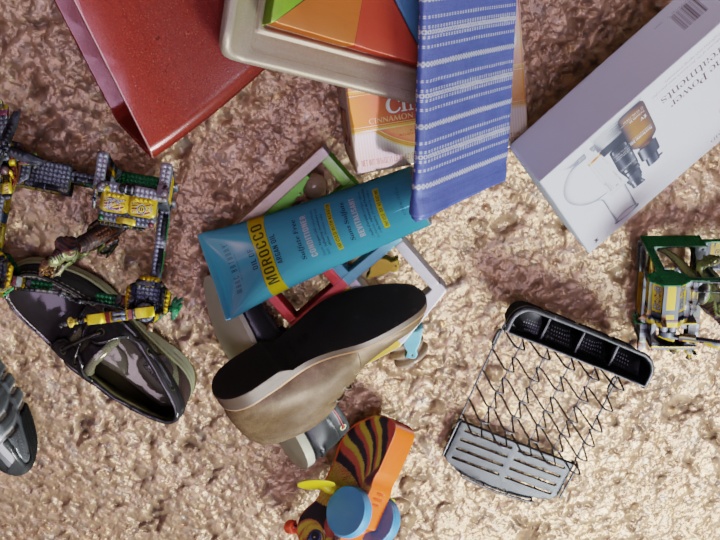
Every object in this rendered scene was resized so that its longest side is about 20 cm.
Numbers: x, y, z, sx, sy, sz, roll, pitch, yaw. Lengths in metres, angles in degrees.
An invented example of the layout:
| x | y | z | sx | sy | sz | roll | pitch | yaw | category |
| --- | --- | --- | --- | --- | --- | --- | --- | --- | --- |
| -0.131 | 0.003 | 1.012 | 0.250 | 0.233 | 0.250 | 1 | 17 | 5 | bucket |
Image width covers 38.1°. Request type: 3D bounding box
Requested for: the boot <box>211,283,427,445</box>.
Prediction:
| x | y | z | sx | sy | sz | roll | pitch | yaw | category |
| --- | --- | --- | --- | --- | --- | --- | --- | --- | --- |
| -0.027 | 0.079 | 0.902 | 0.197 | 0.074 | 0.076 | -28 | 124 | -4 | boot |

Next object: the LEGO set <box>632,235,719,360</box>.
| x | y | z | sx | sy | sz | roll | pitch | yaw | category |
| --- | --- | --- | --- | --- | --- | --- | --- | --- | --- |
| 0.334 | 0.043 | 0.957 | 0.196 | 0.154 | 0.118 | -4 | 112 | -3 | LEGO set |

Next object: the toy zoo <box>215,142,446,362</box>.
| x | y | z | sx | sy | sz | roll | pitch | yaw | category |
| --- | --- | --- | --- | --- | --- | --- | --- | --- | --- |
| -0.015 | 0.005 | 0.925 | 0.131 | 0.021 | 0.201 | -38 | 104 | 13 | toy zoo |

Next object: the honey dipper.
| x | y | z | sx | sy | sz | roll | pitch | yaw | category |
| --- | --- | --- | --- | --- | --- | --- | --- | --- | --- |
| 0.000 | 0.000 | 0.950 | 0.038 | 0.038 | 0.202 | -30 | 109 | 4 | honey dipper |

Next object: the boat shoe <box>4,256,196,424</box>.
| x | y | z | sx | sy | sz | roll | pitch | yaw | category |
| --- | --- | --- | --- | --- | --- | --- | --- | --- | --- |
| -0.228 | 0.063 | 0.921 | 0.199 | 0.065 | 0.074 | 36 | 104 | -18 | boat shoe |

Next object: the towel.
| x | y | z | sx | sy | sz | roll | pitch | yaw | category |
| --- | --- | --- | --- | --- | --- | --- | --- | --- | --- |
| 0.077 | -0.149 | 0.785 | 0.024 | 0.144 | 0.204 | 13 | 113 | 31 | towel |

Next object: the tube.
| x | y | z | sx | sy | sz | roll | pitch | yaw | category |
| --- | --- | --- | --- | --- | --- | --- | --- | --- | --- |
| -0.038 | -0.028 | 0.880 | 0.197 | 0.050 | 0.079 | -21 | 81 | 12 | tube |

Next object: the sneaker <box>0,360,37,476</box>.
| x | y | z | sx | sy | sz | roll | pitch | yaw | category |
| --- | --- | --- | --- | --- | --- | --- | --- | --- | --- |
| -0.378 | 0.110 | 0.920 | 0.114 | 0.075 | 0.202 | -27 | 102 | 8 | sneaker |

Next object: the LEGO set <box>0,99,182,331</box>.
| x | y | z | sx | sy | sz | roll | pitch | yaw | category |
| --- | --- | --- | --- | --- | --- | --- | --- | --- | --- |
| -0.228 | -0.032 | 0.830 | 0.196 | 0.116 | 0.157 | 18 | 85 | -8 | LEGO set |

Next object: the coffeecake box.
| x | y | z | sx | sy | sz | roll | pitch | yaw | category |
| --- | --- | --- | --- | --- | --- | --- | --- | --- | --- |
| 0.052 | -0.198 | 0.861 | 0.150 | 0.073 | 0.204 | -10 | 111 | -5 | coffeecake box |

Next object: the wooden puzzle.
| x | y | z | sx | sy | sz | roll | pitch | yaw | category |
| --- | --- | --- | --- | --- | --- | --- | --- | --- | --- |
| 0.003 | -0.223 | 0.732 | 0.197 | 0.037 | 0.189 | 8 | 93 | -34 | wooden puzzle |

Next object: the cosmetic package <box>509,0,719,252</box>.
| x | y | z | sx | sy | sz | roll | pitch | yaw | category |
| --- | --- | --- | --- | --- | --- | --- | --- | --- | --- |
| 0.238 | -0.123 | 0.893 | 0.199 | 0.052 | 0.151 | -42 | 147 | 8 | cosmetic package |

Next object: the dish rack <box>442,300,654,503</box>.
| x | y | z | sx | sy | sz | roll | pitch | yaw | category |
| --- | --- | --- | --- | --- | --- | --- | --- | --- | --- |
| 0.173 | 0.136 | 1.011 | 0.151 | 0.055 | 0.203 | 21 | 107 | -9 | dish rack |

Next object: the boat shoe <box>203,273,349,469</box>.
| x | y | z | sx | sy | sz | roll | pitch | yaw | category |
| --- | --- | --- | --- | --- | --- | --- | --- | --- | --- |
| -0.078 | 0.082 | 0.956 | 0.063 | 0.073 | 0.204 | -36 | 107 | -25 | boat shoe |

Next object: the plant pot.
| x | y | z | sx | sy | sz | roll | pitch | yaw | category |
| --- | --- | --- | --- | --- | --- | --- | --- | --- | --- |
| -0.137 | -0.227 | 0.769 | 0.174 | 0.200 | 0.202 | -29 | 113 | -12 | plant pot |

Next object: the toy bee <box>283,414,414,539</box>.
| x | y | z | sx | sy | sz | roll | pitch | yaw | category |
| --- | --- | --- | --- | --- | --- | --- | --- | --- | --- |
| -0.025 | 0.231 | 0.995 | 0.202 | 0.107 | 0.132 | -59 | 136 | -27 | toy bee |
